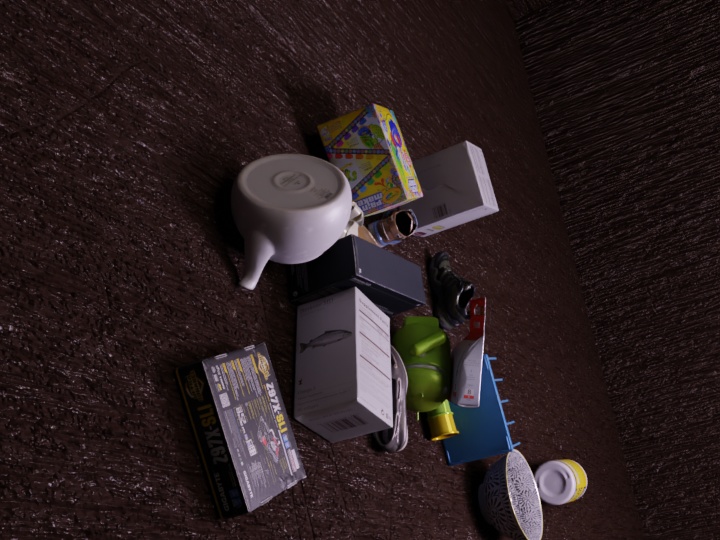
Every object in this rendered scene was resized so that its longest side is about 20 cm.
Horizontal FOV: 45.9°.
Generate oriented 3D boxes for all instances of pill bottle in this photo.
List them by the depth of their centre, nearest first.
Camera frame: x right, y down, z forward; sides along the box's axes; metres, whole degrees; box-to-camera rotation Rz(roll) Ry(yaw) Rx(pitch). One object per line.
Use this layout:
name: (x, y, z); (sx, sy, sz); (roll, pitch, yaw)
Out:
pill bottle: (0.534, 0.555, 2.242); (0.200, 0.111, 0.112); (18, 56, -60)

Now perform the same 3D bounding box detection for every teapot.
teapot: (-0.106, -0.080, 1.314); (0.198, 0.199, 0.146); (-114, -157, -48)

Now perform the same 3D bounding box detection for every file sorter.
file sorter: (0.242, 0.291, 1.790); (0.123, 0.138, 0.201); (13, 61, -65)

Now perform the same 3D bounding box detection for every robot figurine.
robot figurine: (0.114, 0.182, 1.622); (0.176, 0.115, 0.200); (91, 3, -46)

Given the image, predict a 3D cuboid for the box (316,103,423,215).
box: (0.023, -0.213, 1.686); (0.200, 0.122, 0.193); (-29, 100, -75)

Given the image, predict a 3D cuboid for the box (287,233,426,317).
box: (-0.004, 0.022, 1.428); (0.200, 0.141, 0.079); (24, 55, -49)

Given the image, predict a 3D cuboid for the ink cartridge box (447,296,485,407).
ink cartridge box: (0.196, 0.151, 1.606); (0.162, 0.050, 0.201); (124, -32, -85)

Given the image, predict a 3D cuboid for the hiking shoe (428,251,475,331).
hiking shoe: (0.220, 0.040, 1.971); (0.076, 0.100, 0.201); (37, 41, -52)

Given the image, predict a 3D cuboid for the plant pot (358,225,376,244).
plant pot: (0.000, 0.000, 1.625); (0.200, 0.027, 0.201); (47, 33, -43)

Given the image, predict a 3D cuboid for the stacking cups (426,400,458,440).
stacking cups: (0.146, 0.239, 1.721); (0.060, 0.060, 0.201); (19, 54, -60)

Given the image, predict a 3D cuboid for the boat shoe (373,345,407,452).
boat shoe: (0.047, 0.222, 1.513); (0.057, 0.067, 0.201); (32, 48, -61)

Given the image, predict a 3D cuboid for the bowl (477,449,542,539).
bowl: (0.314, 0.496, 1.840); (0.201, 0.094, 0.201); (46, 34, -44)

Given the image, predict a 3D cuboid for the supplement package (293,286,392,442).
supplement package: (-0.027, 0.150, 1.347); (0.117, 0.117, 0.201); (44, 35, -45)

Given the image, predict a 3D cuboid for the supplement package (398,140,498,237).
supplement package: (0.191, -0.182, 1.952); (0.111, 0.199, 0.156); (5, 68, -63)

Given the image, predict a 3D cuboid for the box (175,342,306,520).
box: (-0.154, 0.205, 1.122); (0.160, 0.049, 0.201); (-10, 82, -68)

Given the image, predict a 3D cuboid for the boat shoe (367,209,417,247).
boat shoe: (0.083, -0.094, 1.814); (0.072, 0.072, 0.200); (67, 24, -9)

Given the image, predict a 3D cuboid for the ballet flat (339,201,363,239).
ballet flat: (-0.028, -0.079, 1.525); (0.068, 0.068, 0.200); (41, 36, -34)
